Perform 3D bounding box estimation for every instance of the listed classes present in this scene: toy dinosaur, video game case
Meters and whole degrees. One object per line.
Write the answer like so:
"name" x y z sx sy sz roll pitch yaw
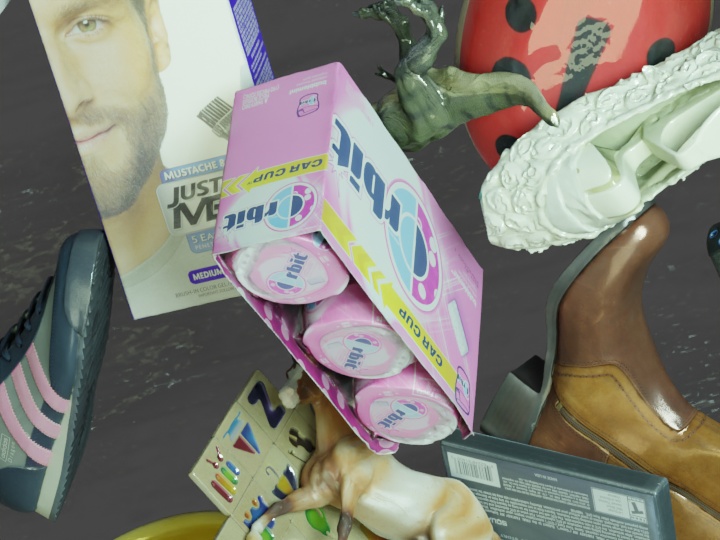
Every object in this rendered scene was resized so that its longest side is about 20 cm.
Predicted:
"toy dinosaur" 0.032 -0.105 1.353 0.200 0.047 0.089 -11 100 52
"video game case" 0.124 0.189 1.458 0.142 0.019 0.201 11 129 33

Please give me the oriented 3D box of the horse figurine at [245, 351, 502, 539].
"horse figurine" 0.021 0.143 1.418 0.199 0.133 0.050 31 131 -6

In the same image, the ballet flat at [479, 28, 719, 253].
"ballet flat" 0.147 -0.066 1.301 0.200 0.072 0.072 -34 106 12

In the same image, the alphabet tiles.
"alphabet tiles" -0.014 0.157 1.433 0.006 0.167 0.200 -30 108 36

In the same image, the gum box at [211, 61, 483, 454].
"gum box" 0.000 0.000 1.351 0.066 0.114 0.200 -14 138 23

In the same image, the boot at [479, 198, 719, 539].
"boot" 0.184 0.080 1.395 0.200 0.068 0.189 35 114 14

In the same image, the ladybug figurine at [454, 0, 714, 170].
"ladybug figurine" 0.119 -0.121 1.352 0.135 0.072 0.201 13 113 -1

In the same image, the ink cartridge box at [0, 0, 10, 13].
"ink cartridge box" -0.262 -0.198 1.325 0.199 0.129 0.126 7 113 1

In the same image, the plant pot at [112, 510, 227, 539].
"plant pot" -0.084 0.276 1.482 0.200 0.201 0.189 -21 125 13

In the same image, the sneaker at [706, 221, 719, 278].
"sneaker" 0.233 -0.053 1.372 0.112 0.073 0.201 -7 85 50

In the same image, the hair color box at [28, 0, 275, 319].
"hair color box" -0.100 -0.082 1.394 0.109 0.065 0.201 -13 109 11

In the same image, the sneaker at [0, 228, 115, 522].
"sneaker" -0.192 0.057 1.445 0.082 0.070 0.201 17 121 2
